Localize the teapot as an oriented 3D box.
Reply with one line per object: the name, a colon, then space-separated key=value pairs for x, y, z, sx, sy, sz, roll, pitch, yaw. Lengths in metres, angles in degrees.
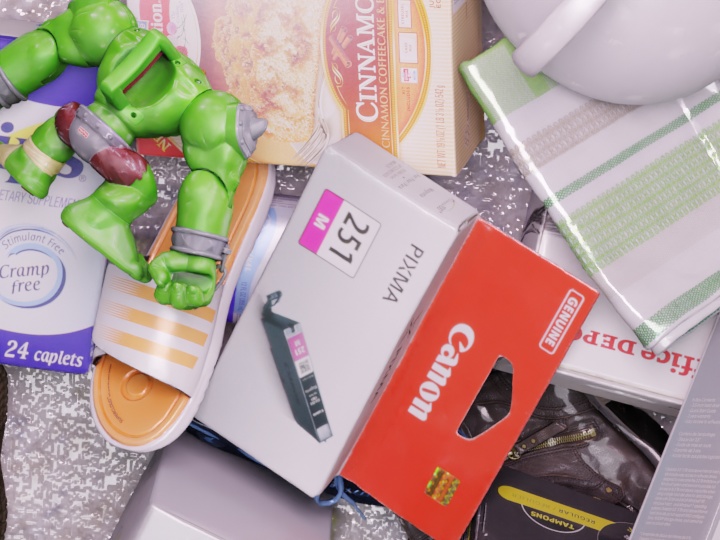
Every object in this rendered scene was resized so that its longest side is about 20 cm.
teapot: x=0.162 y=-0.196 z=1.569 sx=0.197 sy=0.146 sz=0.201 roll=0 pitch=70 yaw=-20

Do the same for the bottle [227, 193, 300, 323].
bottle: x=0.000 y=0.000 z=1.735 sx=0.199 sy=0.065 sz=0.084 roll=7 pitch=96 yaw=-1

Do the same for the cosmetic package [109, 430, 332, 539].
cosmetic package: x=-0.112 y=0.223 z=1.709 sx=0.123 sy=0.199 sz=0.200 roll=27 pitch=99 yaw=-5

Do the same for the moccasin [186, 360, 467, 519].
moccasin: x=-0.031 y=0.107 z=1.730 sx=0.199 sy=0.068 sz=0.081 roll=10 pitch=94 yaw=15

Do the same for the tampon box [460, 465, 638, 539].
tampon box: x=0.108 y=0.247 z=1.720 sx=0.149 sy=0.126 sz=0.200 roll=20 pitch=121 yaw=-4

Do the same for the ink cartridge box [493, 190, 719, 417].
ink cartridge box: x=0.173 y=-0.021 z=1.688 sx=0.146 sy=0.083 sz=0.201 roll=15 pitch=81 yaw=-6

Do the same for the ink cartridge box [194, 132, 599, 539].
ink cartridge box: x=0.017 y=0.049 z=1.634 sx=0.173 sy=0.044 sz=0.200 roll=33 pitch=116 yaw=12

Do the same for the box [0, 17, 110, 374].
box: x=-0.238 y=-0.052 z=1.707 sx=0.183 sy=0.105 sz=0.201 roll=7 pitch=100 yaw=-2

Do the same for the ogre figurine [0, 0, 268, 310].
ogre figurine: x=-0.135 y=-0.078 z=1.596 sx=0.120 sy=0.098 sz=0.200 roll=-51 pitch=53 yaw=4

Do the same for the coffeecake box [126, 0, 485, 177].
coffeecake box: x=-0.033 y=-0.144 z=1.649 sx=0.199 sy=0.073 sz=0.154 roll=4 pitch=113 yaw=17

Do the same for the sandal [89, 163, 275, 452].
sandal: x=-0.116 y=0.004 z=1.663 sx=0.079 sy=0.059 sz=0.207 roll=10 pitch=70 yaw=30

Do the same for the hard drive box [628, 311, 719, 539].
hard drive box: x=0.249 y=0.141 z=1.610 sx=0.156 sy=0.077 sz=0.201 roll=31 pitch=74 yaw=-25

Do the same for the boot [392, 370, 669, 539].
boot: x=0.107 y=0.137 z=1.769 sx=0.174 sy=0.069 sz=0.200 roll=-33 pitch=95 yaw=12

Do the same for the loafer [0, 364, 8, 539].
loafer: x=-0.261 y=0.136 z=1.751 sx=0.067 sy=0.076 sz=0.201 roll=15 pitch=116 yaw=11

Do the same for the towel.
towel: x=0.165 y=-0.069 z=1.617 sx=0.149 sy=0.031 sz=0.200 roll=-33 pitch=87 yaw=-28
